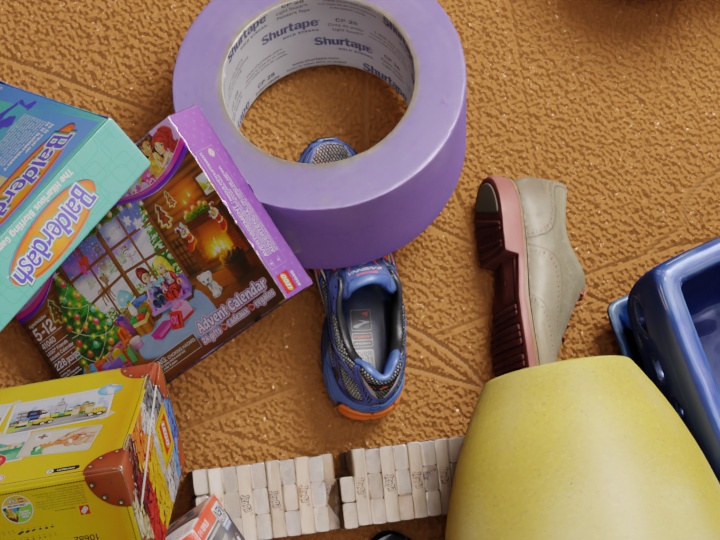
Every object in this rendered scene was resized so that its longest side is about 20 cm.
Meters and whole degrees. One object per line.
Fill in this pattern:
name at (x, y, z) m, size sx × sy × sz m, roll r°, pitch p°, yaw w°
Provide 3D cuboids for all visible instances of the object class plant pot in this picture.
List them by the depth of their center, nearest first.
plant pot at (0.140, 0.137, 1.108) m, size 0.198 × 0.200 × 0.144 m, roll -7°, pitch 77°, yaw -12°
plant pot at (0.293, 0.068, 1.189) m, size 0.198 × 0.180 × 0.202 m, roll -20°, pitch 87°, yaw -13°

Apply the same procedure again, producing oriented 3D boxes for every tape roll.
tape roll at (-0.026, -0.109, 1.157) m, size 0.197 × 0.085 × 0.202 m, roll -1°, pitch 64°, yaw 3°

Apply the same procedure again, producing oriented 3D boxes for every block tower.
block tower at (-0.018, 0.153, 1.177) m, size 0.198 × 0.058 × 0.055 m, roll -6°, pitch 84°, yaw -11°

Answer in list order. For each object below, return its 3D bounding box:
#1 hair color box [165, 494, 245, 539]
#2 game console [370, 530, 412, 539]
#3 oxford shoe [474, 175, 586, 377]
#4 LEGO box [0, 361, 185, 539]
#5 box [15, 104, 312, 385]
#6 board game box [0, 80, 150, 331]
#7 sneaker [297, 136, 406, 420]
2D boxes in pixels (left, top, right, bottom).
hair color box at (-0.163, 0.233, 1.081) m, size 0.199 × 0.111 × 0.064 m, roll -35°, pitch 92°, yaw 3°
game console at (0.064, 0.297, 1.143) m, size 0.199 × 0.119 × 0.173 m, roll 33°, pitch 78°, yaw -6°
oxford shoe at (0.134, 0.029, 1.219) m, size 0.074 × 0.070 × 0.203 m, roll -4°, pitch 85°, yaw -19°
LEGO box at (-0.221, 0.136, 1.054) m, size 0.198 × 0.149 × 0.078 m, roll -10°, pitch 111°, yaw 6°
box at (-0.143, 0.003, 1.113) m, size 0.138 × 0.199 × 0.039 m, roll 56°, pitch 32°, yaw 1°
board game box at (-0.236, -0.043, 1.086) m, size 0.152 × 0.199 × 0.045 m, roll -49°, pitch 122°, yaw -12°
sneaker at (0.000, 0.000, 1.186) m, size 0.074 × 0.078 × 0.202 m, roll -12°, pitch 79°, yaw -14°
